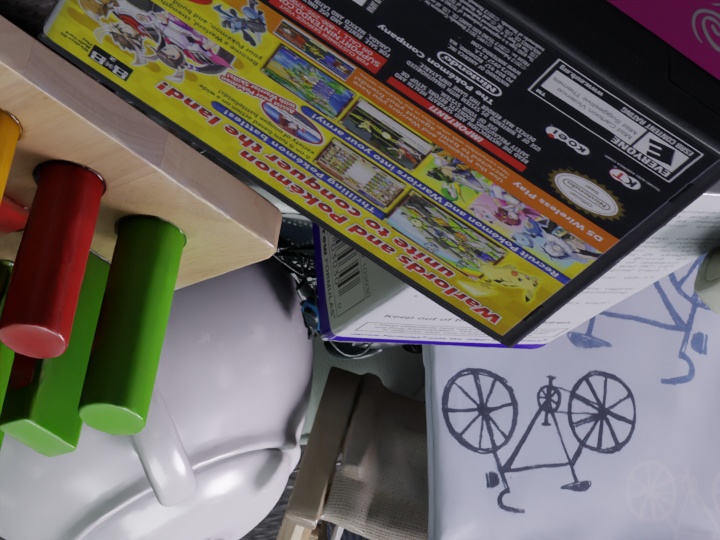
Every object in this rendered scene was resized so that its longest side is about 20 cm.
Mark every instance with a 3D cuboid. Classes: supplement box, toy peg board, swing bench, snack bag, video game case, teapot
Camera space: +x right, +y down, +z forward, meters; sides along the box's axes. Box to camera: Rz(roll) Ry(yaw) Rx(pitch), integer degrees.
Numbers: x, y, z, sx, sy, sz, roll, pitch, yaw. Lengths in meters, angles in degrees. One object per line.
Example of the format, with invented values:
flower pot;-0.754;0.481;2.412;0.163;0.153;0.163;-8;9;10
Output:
supplement box;0.064;-0.045;1.025;0.103;0.102;0.200;3;163;-23
toy peg board;-0.171;-0.002;1.020;0.199;0.098;0.199;-18;140;39
swing bench;0.058;0.143;1.290;0.198;0.130;0.200;18;139;-1
snack bag;0.102;0.045;1.169;0.188;0.201;0.021;4;170;-33
video game case;0.005;-0.064;0.879;0.199;0.026;0.181;33;152;-7
teapot;-0.096;0.070;1.223;0.199;0.147;0.197;-5;151;-49

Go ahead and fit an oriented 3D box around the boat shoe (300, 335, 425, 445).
boat shoe;-0.043;0.061;1.452;0.199;0.076;0.060;-19;-162;18

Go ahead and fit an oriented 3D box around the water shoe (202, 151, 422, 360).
water shoe;0.000;0.000;1.174;0.071;0.079;0.199;19;-177;40

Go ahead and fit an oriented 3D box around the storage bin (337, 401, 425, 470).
storage bin;0.111;0.101;1.418;0.199;0.146;0.135;-19;118;36

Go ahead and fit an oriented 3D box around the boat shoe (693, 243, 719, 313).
boat shoe;0.183;-0.018;1.040;0.074;0.066;0.199;-41;-175;26
